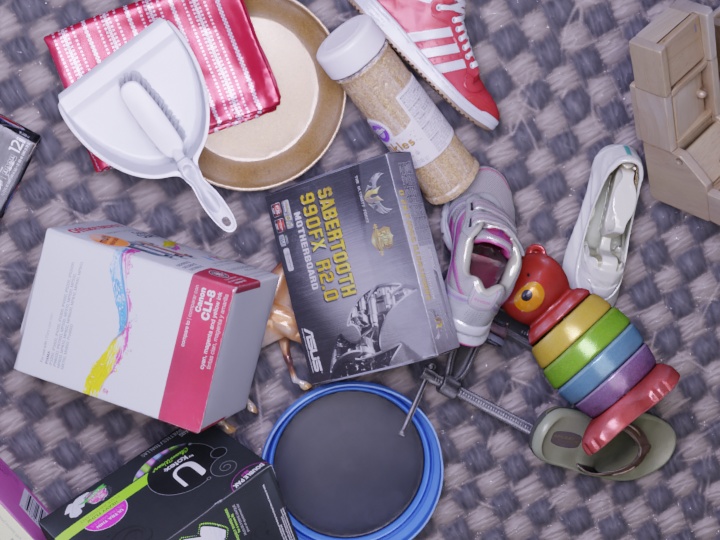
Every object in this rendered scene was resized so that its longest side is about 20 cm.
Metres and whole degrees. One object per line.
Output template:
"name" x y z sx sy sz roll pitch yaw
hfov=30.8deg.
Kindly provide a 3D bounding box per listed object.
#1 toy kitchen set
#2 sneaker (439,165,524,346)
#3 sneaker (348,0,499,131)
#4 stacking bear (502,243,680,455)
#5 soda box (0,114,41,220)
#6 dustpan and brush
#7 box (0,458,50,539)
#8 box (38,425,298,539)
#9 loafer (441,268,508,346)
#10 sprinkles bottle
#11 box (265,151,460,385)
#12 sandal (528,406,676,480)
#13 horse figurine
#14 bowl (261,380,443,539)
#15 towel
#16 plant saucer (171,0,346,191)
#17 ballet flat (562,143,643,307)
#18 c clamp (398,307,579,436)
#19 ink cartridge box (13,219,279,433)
"toy kitchen set" 0.391 -0.166 1.287 0.163 0.180 0.201 -41 135 -21
"sneaker" 0.128 -0.027 1.312 0.081 0.088 0.202 16 57 -15
"sneaker" 0.093 -0.242 1.312 0.200 0.071 0.113 44 96 -11
"stacking bear" 0.221 0.068 1.348 0.121 0.114 0.200 -44 83 23
"soda box" -0.391 -0.058 1.288 0.070 0.063 0.201 28 96 -11
"dustpan and brush" -0.181 -0.121 1.245 0.139 0.057 0.201 -36 102 1
"box" -0.429 0.290 1.336 0.200 0.097 0.176 -40 104 1
"box" -0.186 0.266 1.290 0.199 0.148 0.125 -32 123 -27
"loafer" 0.070 0.012 1.355 0.199 0.072 0.063 26 84 -1
"sprinkles bottle" 0.040 -0.159 1.303 0.068 0.068 0.200 -40 115 2
"box" 0.000 0.000 1.292 0.157 0.048 0.202 -15 88 35
"sandal" 0.268 0.193 1.406 0.199 0.057 0.081 8 99 -34
"horse figurine" -0.114 0.082 1.358 0.199 0.050 0.133 -27 100 0
"bowl" -0.010 0.214 1.404 0.198 0.039 0.203 -2 102 -7
"towel" -0.190 -0.194 1.273 0.198 0.022 0.146 -20 102 -3
"plant saucer" -0.114 -0.182 1.314 0.198 0.035 0.202 -1 101 -7
"ballet flat" 0.258 -0.033 1.378 0.069 0.069 0.202 9 100 -9
"c clamp" 0.154 0.130 1.405 0.198 0.027 0.172 22 79 -12
"ink cartridge box" -0.204 0.049 1.262 0.198 0.145 0.146 17 99 11
